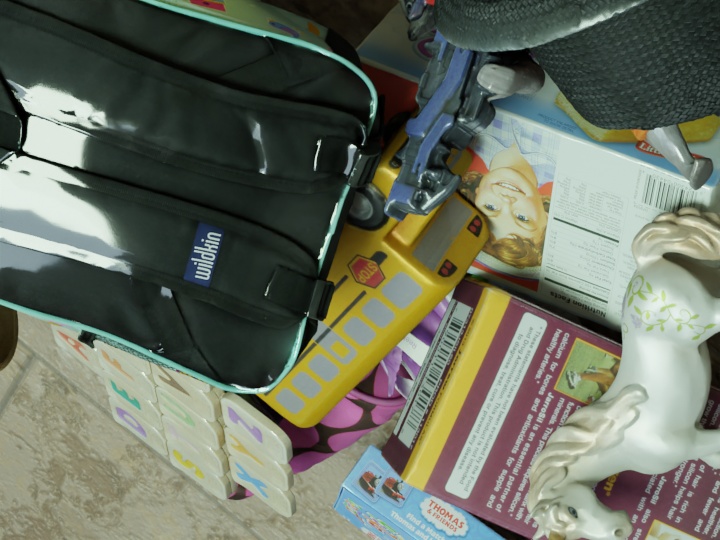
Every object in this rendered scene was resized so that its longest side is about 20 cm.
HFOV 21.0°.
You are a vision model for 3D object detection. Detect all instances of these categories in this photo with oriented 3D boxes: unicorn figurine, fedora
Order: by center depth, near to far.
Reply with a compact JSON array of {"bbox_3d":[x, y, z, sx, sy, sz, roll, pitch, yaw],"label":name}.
[{"bbox_3d":[0.131,-0.124,0.807,0.200,0.201,0.092,-7,123,40],"label":"fedora"},{"bbox_3d":[0.154,0.062,0.941,0.137,0.074,0.201,5,96,0],"label":"unicorn figurine"}]

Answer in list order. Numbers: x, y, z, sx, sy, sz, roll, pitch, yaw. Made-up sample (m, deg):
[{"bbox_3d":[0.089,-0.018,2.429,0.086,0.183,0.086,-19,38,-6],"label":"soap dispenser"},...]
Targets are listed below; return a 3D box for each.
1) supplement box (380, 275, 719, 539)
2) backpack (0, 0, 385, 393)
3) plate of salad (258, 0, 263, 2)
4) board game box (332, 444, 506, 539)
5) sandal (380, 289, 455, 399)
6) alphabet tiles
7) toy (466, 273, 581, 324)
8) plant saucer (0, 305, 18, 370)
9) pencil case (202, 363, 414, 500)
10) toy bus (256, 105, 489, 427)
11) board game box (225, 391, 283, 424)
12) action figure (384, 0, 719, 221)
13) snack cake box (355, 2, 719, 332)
[{"bbox_3d":[0.126,0.093,1.017,0.200,0.111,0.086,24,-179,-9],"label":"supplement box"},{"bbox_3d":[-0.108,-0.056,0.909,0.199,0.153,0.176,15,105,-17],"label":"backpack"},{"bbox_3d":[-0.117,-0.147,1.083,0.200,0.048,0.200,26,150,17],"label":"plate of salad"},{"bbox_3d":[0.074,0.186,1.200,0.200,0.037,0.151,35,169,4],"label":"board game box"},{"bbox_3d":[0.041,0.058,1.089,0.203,0.050,0.082,57,145,-2],"label":"sandal"},{"bbox_3d":[-0.117,0.070,1.143,0.195,0.015,0.200,36,157,17],"label":"alphabet tiles"},{"bbox_3d":[0.115,0.077,1.114,0.115,0.047,0.200,-21,107,45],"label":"toy"},{"bbox_3d":[-0.287,-0.018,1.217,0.035,0.200,0.200,-28,111,13],"label":"plant saucer"},{"bbox_3d":[-0.047,0.075,1.204,0.093,0.091,0.200,19,145,-25],"label":"pencil case"},{"bbox_3d":[0.000,0.000,1.010,0.078,0.065,0.200,40,137,-3],"label":"toy bus"},{"bbox_3d":[-0.126,0.005,1.103,0.120,0.032,0.200,18,151,50],"label":"board game box"},{"bbox_3d":[0.092,-0.097,0.917,0.193,0.200,0.105,27,180,25],"label":"action figure"},{"bbox_3d":[0.093,-0.051,1.001,0.200,0.067,0.115,22,137,18],"label":"snack cake box"}]
